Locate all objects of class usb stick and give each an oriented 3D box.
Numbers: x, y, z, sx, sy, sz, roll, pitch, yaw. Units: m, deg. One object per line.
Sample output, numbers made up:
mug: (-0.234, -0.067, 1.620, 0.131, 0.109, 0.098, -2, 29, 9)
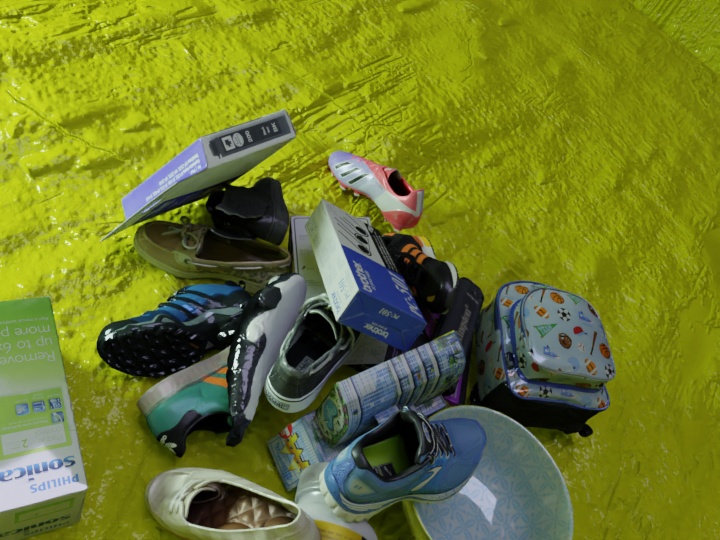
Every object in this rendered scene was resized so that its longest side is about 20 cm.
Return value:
usb stick: (0.127, 0.085, 0.919, 0.055, 0.033, 0.202, 33, 43, -3)

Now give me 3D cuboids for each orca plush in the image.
orca plush: (-0.119, 0.085, 0.725, 0.069, 0.106, 0.205, 1, 61, 20)

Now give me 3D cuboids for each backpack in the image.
backpack: (0.244, 0.107, 0.933, 0.195, 0.155, 0.194, 14, 43, -21)

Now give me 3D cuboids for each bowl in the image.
bowl: (0.124, 0.266, 0.757, 0.194, 0.109, 0.204, 12, 47, -13)

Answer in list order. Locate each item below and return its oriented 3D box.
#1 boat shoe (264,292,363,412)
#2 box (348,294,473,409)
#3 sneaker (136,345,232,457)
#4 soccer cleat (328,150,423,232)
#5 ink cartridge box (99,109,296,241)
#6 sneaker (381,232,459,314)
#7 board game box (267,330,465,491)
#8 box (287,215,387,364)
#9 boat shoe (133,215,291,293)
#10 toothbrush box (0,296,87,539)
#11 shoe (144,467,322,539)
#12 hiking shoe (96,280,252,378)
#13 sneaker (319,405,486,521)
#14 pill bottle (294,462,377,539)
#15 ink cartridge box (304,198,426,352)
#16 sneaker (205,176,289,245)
boat shoe: (-0.039, 0.061, 0.725, 0.073, 0.069, 0.199, 31, 37, 12)
box: (0.059, 0.093, 0.920, 0.196, 0.036, 0.145, 25, 45, -8)
sneaker: (-0.141, 0.133, 0.750, 0.197, 0.072, 0.081, -27, 73, -36)
soccer cleat: (0.025, -0.141, 1.047, 0.066, 0.078, 0.200, -18, 50, -38)
ink cartridge box: (-0.202, -0.115, 0.818, 0.199, 0.196, 0.044, -36, 99, -47)
sneaker: (0.069, 0.001, 0.947, 0.087, 0.072, 0.201, 8, 21, -16)
board game box: (0.003, 0.162, 0.743, 0.196, 0.201, 0.063, -21, 71, -26)
box: (-0.032, 0.020, 0.871, 0.113, 0.061, 0.203, -1, 48, -11)
boat shoe: (-0.185, -0.029, 0.858, 0.195, 0.063, 0.075, 14, 48, -19)
toothbrush box: (-0.341, 0.137, 0.613, 0.142, 0.087, 0.204, -5, 58, -33)
shoe: (-0.125, 0.217, 0.627, 0.195, 0.054, 0.071, 7, 48, 26)
hiking shoe: (-0.207, 0.063, 0.778, 0.196, 0.076, 0.087, -8, 37, -37)
sneaker: (0.058, 0.180, 0.662, 0.196, 0.090, 0.079, -7, 52, -39)
pill bottle: (-0.041, 0.294, 0.640, 0.109, 0.112, 0.203, 23, 45, -11)
ink cartridge box: (0.000, 0.000, 0.763, 0.093, 0.045, 0.201, 27, 22, -28)
sneaker: (-0.152, -0.086, 0.880, 0.102, 0.061, 0.201, 16, 21, -24)
